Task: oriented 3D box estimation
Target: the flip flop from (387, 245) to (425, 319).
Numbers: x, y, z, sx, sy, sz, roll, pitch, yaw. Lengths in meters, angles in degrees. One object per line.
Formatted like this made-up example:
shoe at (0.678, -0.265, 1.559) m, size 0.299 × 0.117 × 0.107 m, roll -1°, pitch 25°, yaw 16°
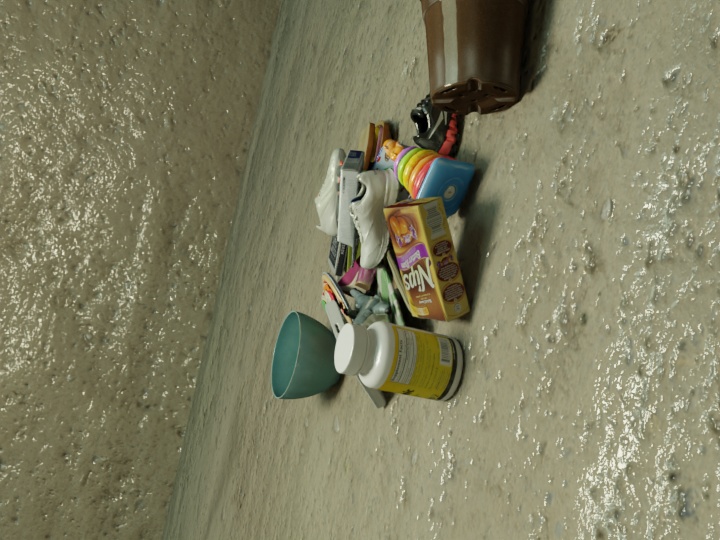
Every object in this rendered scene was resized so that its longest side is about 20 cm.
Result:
flip flop at (0.093, 0.023, 1.488) m, size 0.202 × 0.080 × 0.058 m, roll -107°, pitch 29°, yaw -44°

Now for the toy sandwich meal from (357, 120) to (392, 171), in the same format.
toy sandwich meal at (0.014, -0.273, 1.874) m, size 0.205 × 0.069 × 0.209 m, roll -166°, pitch 90°, yaw -70°

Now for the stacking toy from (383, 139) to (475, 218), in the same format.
stacking toy at (0.102, -0.188, 1.438) m, size 0.200 × 0.115 × 0.111 m, roll 43°, pitch 118°, yaw 39°

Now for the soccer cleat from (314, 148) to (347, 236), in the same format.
soccer cleat at (-0.066, -0.173, 1.738) m, size 0.069 × 0.076 × 0.203 m, roll -40°, pitch -42°, yaw -56°

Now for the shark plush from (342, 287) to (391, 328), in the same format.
shark plush at (0.005, 0.073, 1.508) m, size 0.201 × 0.082 × 0.092 m, roll -108°, pitch 14°, yaw -52°

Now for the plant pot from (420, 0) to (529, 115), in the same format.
plant pot at (0.193, -0.382, 1.325) m, size 0.200 × 0.197 × 0.202 m, roll 162°, pitch 111°, yaw -66°

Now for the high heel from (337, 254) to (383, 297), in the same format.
high heel at (0.000, 0.000, 1.659) m, size 0.200 × 0.067 × 0.097 m, roll 132°, pitch 160°, yaw -74°

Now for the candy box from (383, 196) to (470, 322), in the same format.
candy box at (0.112, -0.019, 1.335) m, size 0.116 × 0.056 × 0.203 m, roll 3°, pitch 113°, yaw 63°

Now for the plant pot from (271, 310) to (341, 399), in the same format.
plant pot at (-0.114, 0.207, 1.825) m, size 0.200 × 0.133 × 0.203 m, roll -166°, pitch 90°, yaw -70°

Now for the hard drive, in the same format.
hard drive at (-0.008, 0.164, 1.515) m, size 0.201 × 0.026 × 0.133 m, roll 61°, pitch -176°, yaw -48°

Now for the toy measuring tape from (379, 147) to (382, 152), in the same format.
toy measuring tape at (-0.005, -0.211, 1.776) m, size 0.201 × 0.073 × 0.074 m, roll -56°, pitch 28°, yaw 30°

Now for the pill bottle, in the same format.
pill bottle at (0.062, 0.147, 1.307) m, size 0.111 × 0.197 × 0.113 m, roll -166°, pitch 90°, yaw -70°

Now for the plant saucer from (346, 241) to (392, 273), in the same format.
plant saucer at (0.031, -0.073, 1.738) m, size 0.200 × 0.047 × 0.203 m, roll 136°, pitch 142°, yaw -56°

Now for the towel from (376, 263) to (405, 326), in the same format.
towel at (0.058, 0.098, 1.522) m, size 0.201 × 0.023 × 0.154 m, roll -104°, pitch 11°, yaw -51°

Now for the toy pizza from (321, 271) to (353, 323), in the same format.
toy pizza at (-0.046, 0.099, 1.703) m, size 0.202 × 0.031 × 0.201 m, roll 61°, pitch 168°, yaw 22°

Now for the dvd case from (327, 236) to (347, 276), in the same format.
dvd case at (-0.046, -0.100, 1.934) m, size 0.150 × 0.024 × 0.203 m, roll -123°, pitch 43°, yaw -75°

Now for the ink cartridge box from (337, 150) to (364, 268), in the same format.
ink cartridge box at (-0.021, -0.132, 1.630) m, size 0.200 × 0.040 × 0.203 m, roll -78°, pitch -8°, yaw -71°

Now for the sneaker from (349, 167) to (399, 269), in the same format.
sneaker at (0.016, -0.101, 1.512) m, size 0.075 × 0.086 × 0.203 m, roll -135°, pitch 49°, yaw -64°

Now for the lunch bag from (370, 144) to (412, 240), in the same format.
lunch bag at (0.080, -0.151, 1.570) m, size 0.161 × 0.075 × 0.201 m, roll -59°, pitch 38°, yaw 26°

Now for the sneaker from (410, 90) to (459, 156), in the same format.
sneaker at (0.149, -0.319, 1.511) m, size 0.071 × 0.097 × 0.204 m, roll 169°, pitch 114°, yaw -69°
